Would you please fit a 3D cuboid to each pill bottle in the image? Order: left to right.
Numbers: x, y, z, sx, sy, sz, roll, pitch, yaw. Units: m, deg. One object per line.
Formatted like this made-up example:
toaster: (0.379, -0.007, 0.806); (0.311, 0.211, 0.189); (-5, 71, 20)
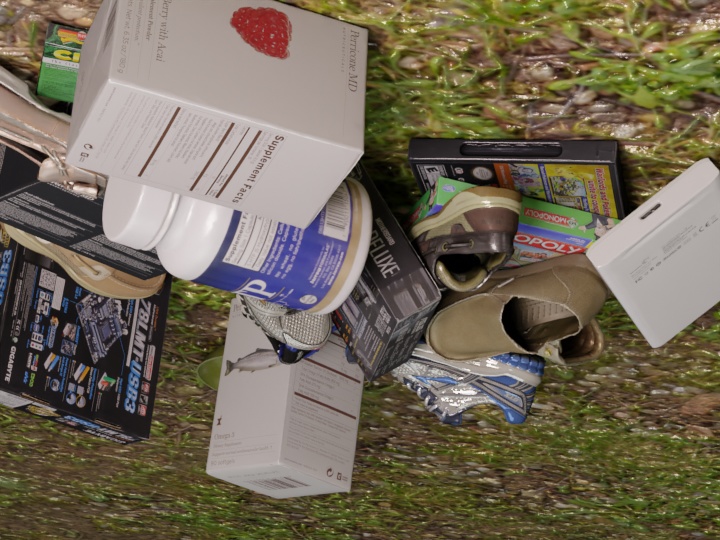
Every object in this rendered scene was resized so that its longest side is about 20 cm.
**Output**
pill bottle: (-0.102, -0.043, 1.457); (0.199, 0.120, 0.120); (16, 157, -26)

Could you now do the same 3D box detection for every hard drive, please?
hard drive: (0.284, -0.011, 1.590); (0.132, 0.026, 0.200); (-38, 148, 4)

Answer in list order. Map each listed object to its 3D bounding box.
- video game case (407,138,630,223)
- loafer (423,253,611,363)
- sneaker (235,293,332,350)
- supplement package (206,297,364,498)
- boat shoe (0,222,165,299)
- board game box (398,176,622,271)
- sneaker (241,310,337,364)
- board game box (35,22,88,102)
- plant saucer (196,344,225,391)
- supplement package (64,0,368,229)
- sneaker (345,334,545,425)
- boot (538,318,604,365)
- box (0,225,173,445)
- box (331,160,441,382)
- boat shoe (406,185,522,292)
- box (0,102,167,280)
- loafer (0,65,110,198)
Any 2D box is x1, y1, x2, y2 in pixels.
video game case: (0.148, -0.064, 1.601); (0.179, 0.026, 0.200); (2, 157, 14)
loafer: (0.133, 0.040, 1.625); (0.199, 0.068, 0.076); (-24, 112, 36)
sneaker: (-0.079, 0.004, 1.617); (0.082, 0.078, 0.200); (41, 166, 51)
supplement package: (-0.076, 0.133, 1.933); (0.116, 0.201, 0.117); (-13, 152, 42)
boat shoe: (-0.262, -0.026, 1.765); (0.064, 0.072, 0.200); (-12, 151, 42)
board game box: (0.141, -0.027, 1.621); (0.199, 0.029, 0.135); (13, 158, -13)
sneaker: (-0.038, 0.045, 1.815); (0.198, 0.116, 0.081); (13, 159, -16)
board game box: (-0.165, -0.153, 1.474); (0.199, 0.024, 0.105); (11, 161, -12)
plant saucer: (-0.097, 0.122, 2.150); (0.199, 0.031, 0.200); (7, 158, 3)
supplement package: (-0.107, -0.133, 1.351); (0.199, 0.122, 0.120); (14, 146, -19)
sneaker: (0.079, 0.110, 1.764); (0.199, 0.086, 0.077); (9, -176, 10)
boot: (0.133, 0.035, 1.724); (0.154, 0.072, 0.200); (21, 179, 42)
box: (-0.287, 0.054, 1.801); (0.050, 0.201, 0.198); (-13, 152, 42)
box: (0.000, 0.000, 1.631); (0.050, 0.158, 0.200); (-28, 166, -16)
boat shoe: (0.083, -0.014, 1.545); (0.073, 0.065, 0.200); (10, 159, -10)
box: (-0.230, -0.068, 1.638); (0.199, 0.079, 0.141); (25, 156, -37)
loafer: (-0.266, -0.102, 1.485); (0.199, 0.063, 0.072); (35, 158, -3)
